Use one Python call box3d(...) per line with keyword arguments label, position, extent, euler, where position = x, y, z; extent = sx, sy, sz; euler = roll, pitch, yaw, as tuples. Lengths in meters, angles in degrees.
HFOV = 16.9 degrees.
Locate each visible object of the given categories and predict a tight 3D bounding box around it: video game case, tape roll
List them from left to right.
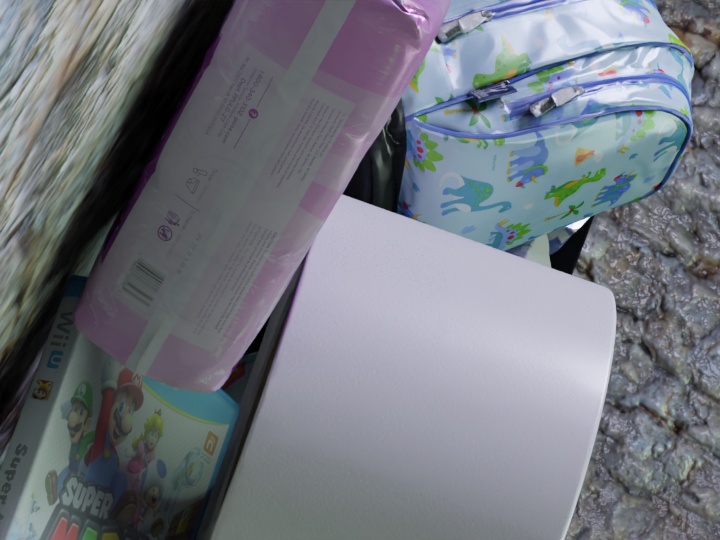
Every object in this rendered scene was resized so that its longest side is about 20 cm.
box3d(label="video game case", position=(-0.116, 0.122, 1.018), extent=(0.143, 0.018, 0.201), euler=(48, 55, -56))
box3d(label="tape roll", position=(0.015, 0.081, 1.068), extent=(0.203, 0.138, 0.204), euler=(-161, -90, -87))

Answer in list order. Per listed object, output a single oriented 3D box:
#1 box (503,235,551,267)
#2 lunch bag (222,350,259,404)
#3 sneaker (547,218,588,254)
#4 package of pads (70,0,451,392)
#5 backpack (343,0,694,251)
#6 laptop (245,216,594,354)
box3d(label="box", position=(0.000, 0.000, 1.255), extent=(0.041, 0.199, 0.039), euler=(-52, 137, -55))
box3d(label="lunch bag", position=(0.008, 0.131, 1.226), extent=(0.160, 0.201, 0.077), euler=(-15, 169, 23))
box3d(label="sneaker", position=(0.085, -0.064, 1.368), extent=(0.115, 0.080, 0.200), euler=(-55, -164, 41))
box3d(label="package of pads", position=(-0.034, -0.059, 0.950), extent=(0.200, 0.075, 0.121), euler=(-59, -176, 30))
box3d(label="backpack", position=(0.064, -0.080, 1.180), extent=(0.200, 0.154, 0.163), euler=(-31, 156, -29))
box3d(label="laptop", position=(0.031, 0.015, 1.515), extent=(0.200, 0.103, 0.178), euler=(-31, -153, 49))
